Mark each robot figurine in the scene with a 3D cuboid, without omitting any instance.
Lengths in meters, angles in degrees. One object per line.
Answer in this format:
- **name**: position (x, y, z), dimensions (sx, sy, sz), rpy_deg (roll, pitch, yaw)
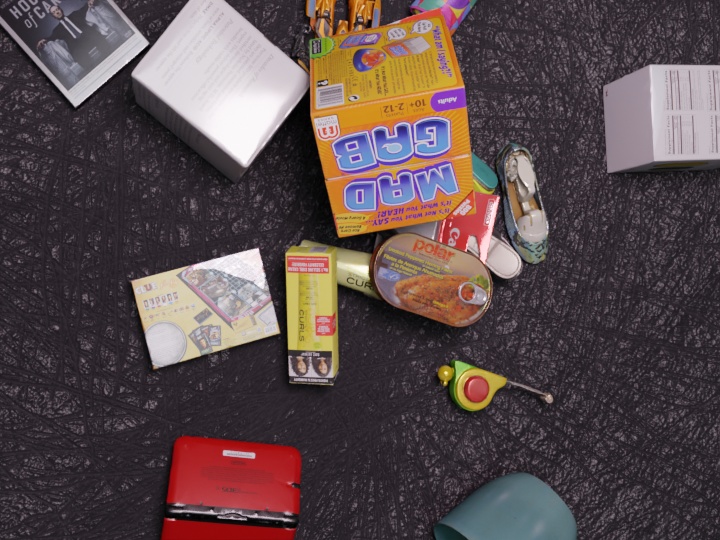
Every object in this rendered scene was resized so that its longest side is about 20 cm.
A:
- **robot figurine**: position (-0.032, -0.380, 1.322), dimensions (0.142, 0.058, 0.205), rpy_deg (5, 87, -12)

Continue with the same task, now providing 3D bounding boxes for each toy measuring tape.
- **toy measuring tape**: position (0.211, 0.201, 1.360), dimensions (0.197, 0.073, 0.075), rpy_deg (20, 84, -11)

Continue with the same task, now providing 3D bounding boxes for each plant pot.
- **plant pot**: position (0.236, 0.412, 1.302), dimensions (0.160, 0.200, 0.202), rpy_deg (-38, 97, -22)

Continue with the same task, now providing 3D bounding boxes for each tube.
- **tube**: position (0.000, 0.000, 1.295), dimensions (0.196, 0.052, 0.059), rpy_deg (15, 129, 5)

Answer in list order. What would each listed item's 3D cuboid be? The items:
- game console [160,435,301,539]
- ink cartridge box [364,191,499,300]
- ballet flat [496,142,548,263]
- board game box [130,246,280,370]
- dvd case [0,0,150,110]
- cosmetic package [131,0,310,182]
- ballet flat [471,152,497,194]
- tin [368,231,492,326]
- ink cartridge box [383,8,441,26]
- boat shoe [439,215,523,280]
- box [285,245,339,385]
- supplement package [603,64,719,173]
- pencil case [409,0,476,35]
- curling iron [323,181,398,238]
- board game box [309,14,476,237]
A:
- **game console**: position (-0.198, 0.361, 1.286), dimensions (0.196, 0.119, 0.175), rpy_deg (8, 56, -13)
- **ink cartridge box**: position (0.112, -0.041, 1.321), dimensions (0.173, 0.045, 0.204), rpy_deg (12, 86, 14)
- **ballet flat**: position (0.268, -0.109, 1.381), dimensions (0.073, 0.074, 0.204), rpy_deg (-19, 93, -13)
- **board game box**: position (-0.232, 0.055, 1.277), dimensions (0.196, 0.035, 0.138), rpy_deg (-14, 92, -13)
- **dvd case**: position (-0.431, -0.363, 1.247), dimensions (0.150, 0.025, 0.201), rpy_deg (-43, 99, -11)
- **cosmetic package**: position (-0.202, -0.260, 1.226), dimensions (0.199, 0.165, 0.166), rpy_deg (38, 81, -10)
- **ballet flat**: position (0.137, -0.190, 1.354), dimensions (0.200, 0.067, 0.067), rpy_deg (49, 48, -11)
- **tin**: position (0.105, 0.013, 1.269), dimensions (0.197, 0.042, 0.114), rpy_deg (20, 89, -18)
- **ink cartridge box**: position (0.052, -0.293, 1.303), dimensions (0.197, 0.047, 0.162), rpy_deg (-21, 130, -12)
- **boat shoe**: position (0.180, -0.059, 1.362), dimensions (0.067, 0.057, 0.200), rpy_deg (-46, 78, 6)
- **box**: position (-0.071, 0.067, 1.272), dimensions (0.074, 0.050, 0.204), rpy_deg (3, 104, 8)
- **supplement package**: position (0.528, -0.247, 1.401), dimensions (0.196, 0.152, 0.154), rpy_deg (-3, 90, -13)
- **pencil case**: position (0.160, -0.464, 1.360), dimensions (0.088, 0.088, 0.201), rpy_deg (38, 79, -9)
- **curling iron**: position (0.016, -0.085, 1.307), dimensions (0.200, 0.050, 0.025), rpy_deg (44, 57, 11)
- **board game box**: position (0.043, -0.201, 1.176), dimensions (0.196, 0.202, 0.202), rpy_deg (-9, 131, 4)
